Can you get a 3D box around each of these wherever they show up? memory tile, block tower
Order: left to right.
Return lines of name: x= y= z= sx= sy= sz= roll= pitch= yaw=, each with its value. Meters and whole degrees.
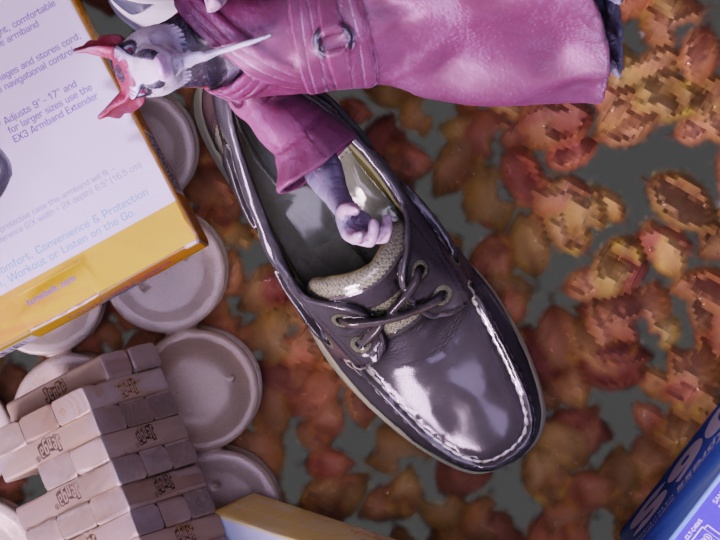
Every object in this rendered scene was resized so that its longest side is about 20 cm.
memory tile: x=-0.120 y=0.033 z=1.079 sx=0.153 sy=0.017 sz=0.200 roll=-12 pitch=96 yaw=3
block tower: x=-0.077 y=0.133 z=1.028 sx=0.058 sy=0.054 sz=0.200 roll=-27 pitch=82 yaw=32

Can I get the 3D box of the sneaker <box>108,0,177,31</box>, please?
sneaker: x=-0.010 y=-0.148 z=1.023 sx=0.200 sy=0.071 sz=0.073 roll=-34 pitch=95 yaw=6

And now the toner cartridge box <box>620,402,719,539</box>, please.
toner cartridge box: x=0.177 y=0.045 z=1.032 sx=0.043 sy=0.095 sz=0.200 roll=36 pitch=97 yaw=-3

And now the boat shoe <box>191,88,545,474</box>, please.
boat shoe: x=0.000 y=-0.001 z=1.045 sx=0.072 sy=0.066 sz=0.201 roll=-34 pitch=95 yaw=7

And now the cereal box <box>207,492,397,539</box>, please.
cereal box: x=-0.005 y=0.202 z=1.053 sx=0.144 sy=0.040 sz=0.200 roll=16 pitch=105 yaw=24

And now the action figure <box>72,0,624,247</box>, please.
action figure: x=-0.006 y=-0.099 z=0.973 sx=0.200 sy=0.149 sz=0.134 roll=-8 pitch=130 yaw=3

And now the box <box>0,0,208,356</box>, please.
box: x=-0.157 y=-0.070 z=1.042 sx=0.119 sy=0.041 sz=0.200 roll=-28 pitch=85 yaw=2
